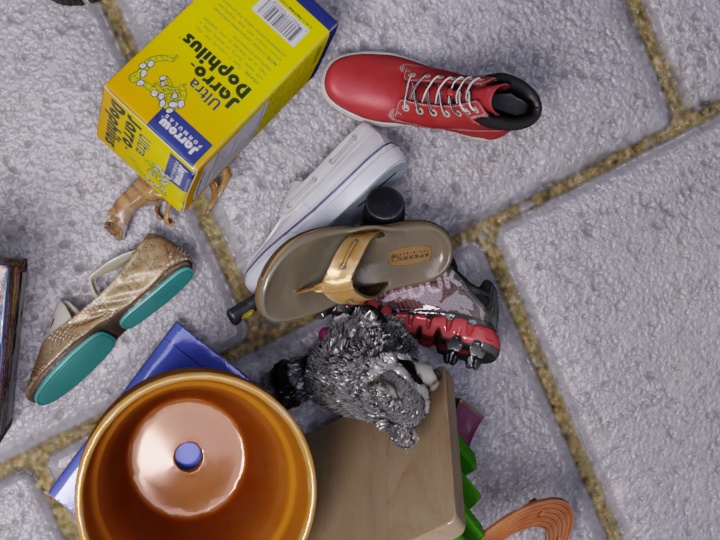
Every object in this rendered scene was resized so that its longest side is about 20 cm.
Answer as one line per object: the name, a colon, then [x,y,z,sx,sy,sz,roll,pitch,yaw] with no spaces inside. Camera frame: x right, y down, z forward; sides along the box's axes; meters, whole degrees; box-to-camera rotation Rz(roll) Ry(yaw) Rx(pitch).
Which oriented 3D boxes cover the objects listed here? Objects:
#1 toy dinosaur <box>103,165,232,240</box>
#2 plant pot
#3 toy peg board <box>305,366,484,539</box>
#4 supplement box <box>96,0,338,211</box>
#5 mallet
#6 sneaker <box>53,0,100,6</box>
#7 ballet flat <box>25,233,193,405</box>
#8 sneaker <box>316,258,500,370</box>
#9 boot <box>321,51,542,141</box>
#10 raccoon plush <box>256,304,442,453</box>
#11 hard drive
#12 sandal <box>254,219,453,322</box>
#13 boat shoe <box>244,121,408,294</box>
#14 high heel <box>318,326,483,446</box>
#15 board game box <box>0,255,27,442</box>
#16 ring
toy dinosaur: [-0.170,-0.110,1.180,0.105,0.060,0.202,31,86,-9]
plant pot: [-0.150,0.180,1.105,0.197,0.183,0.203,-1,93,-12]
toy peg board: [0.022,0.223,1.141,0.198,0.201,0.098,-29,119,19]
supplement box: [-0.130,-0.172,1.127,0.109,0.109,0.200,41,67,0]
mallet: [-0.039,-0.004,1.184,0.199,0.066,0.041,-36,67,-11]
sneaker: [-0.223,-0.325,1.165,0.199,0.074,0.080,-40,84,-11]
ballet flat: [-0.246,0.041,1.178,0.200,0.071,0.065,-41,72,-9]
sneaker: [0.046,0.025,1.222,0.198,0.071,0.099,15,71,1]
boot: [0.066,-0.169,1.179,0.197,0.144,0.073,10,91,-10]
raccoon plush: [-0.015,0.125,1.125,0.199,0.135,0.097,-38,114,22]
hard drive: [-0.186,0.170,1.204,0.131,0.025,0.201,38,85,-10]
sandal: [0.000,0.000,1.137,0.197,0.054,0.081,-11,113,-18]
boat shoe: [-0.044,-0.060,1.210,0.200,0.074,0.067,-41,71,-8]
high heel: [0.027,0.137,1.218,0.199,0.067,0.097,33,75,-13]
board game box: [-0.351,0.067,1.081,0.095,0.200,0.162,6,91,-11]
ring: [0.126,0.290,1.207,0.200,0.201,0.019,-39,55,-7]
